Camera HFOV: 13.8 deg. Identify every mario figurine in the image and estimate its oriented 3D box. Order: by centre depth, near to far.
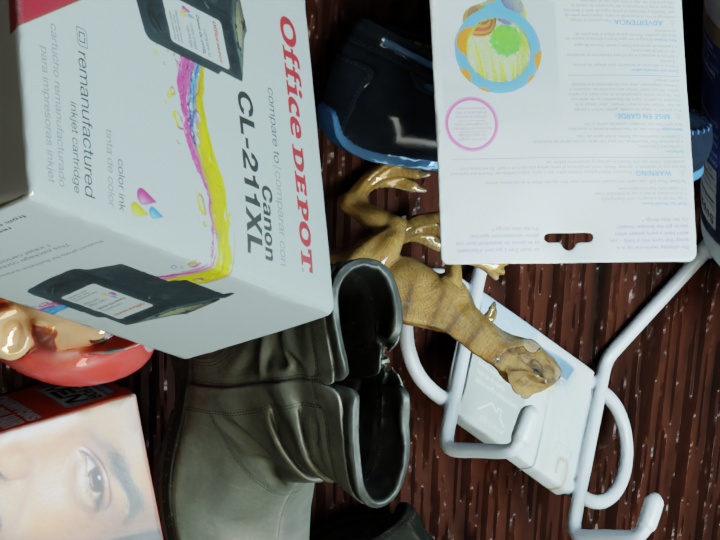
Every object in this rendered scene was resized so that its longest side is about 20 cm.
[{"bbox_3d":[-0.131,-0.028,1.237,0.123,0.106,0.200,-39,132,-6],"label":"mario figurine"}]

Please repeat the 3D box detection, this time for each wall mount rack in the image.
[{"bbox_3d":[0.108,0.032,1.458,0.200,0.074,0.175,35,60,-44],"label":"wall mount rack"}]

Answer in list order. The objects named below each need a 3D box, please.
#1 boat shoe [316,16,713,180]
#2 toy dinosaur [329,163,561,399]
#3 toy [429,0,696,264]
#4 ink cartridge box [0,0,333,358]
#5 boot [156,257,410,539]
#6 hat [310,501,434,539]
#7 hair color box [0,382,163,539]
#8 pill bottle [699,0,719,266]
[{"bbox_3d":[0.080,-0.077,1.353,0.199,0.084,0.069,2,107,-33],"label":"boat shoe"},{"bbox_3d":[0.000,0.000,1.357,0.061,0.199,0.107,92,16,-48],"label":"toy dinosaur"},{"bbox_3d":[0.082,-0.102,1.301,0.114,0.047,0.202,-1,86,-12],"label":"toy"},{"bbox_3d":[-0.101,-0.062,1.170,0.082,0.147,0.200,-17,159,30],"label":"ink cartridge box"},{"bbox_3d":[-0.029,0.081,1.287,0.067,0.130,0.201,-17,114,-32],"label":"boot"},{"bbox_3d":[0.005,0.160,1.460,0.199,0.200,0.081,-17,84,-22],"label":"hat"},{"bbox_3d":[-0.189,0.126,1.311,0.199,0.064,0.112,-17,105,-24],"label":"hair color box"},{"bbox_3d":[0.219,-0.056,1.432,0.110,0.111,0.201,-19,127,-20],"label":"pill bottle"}]
